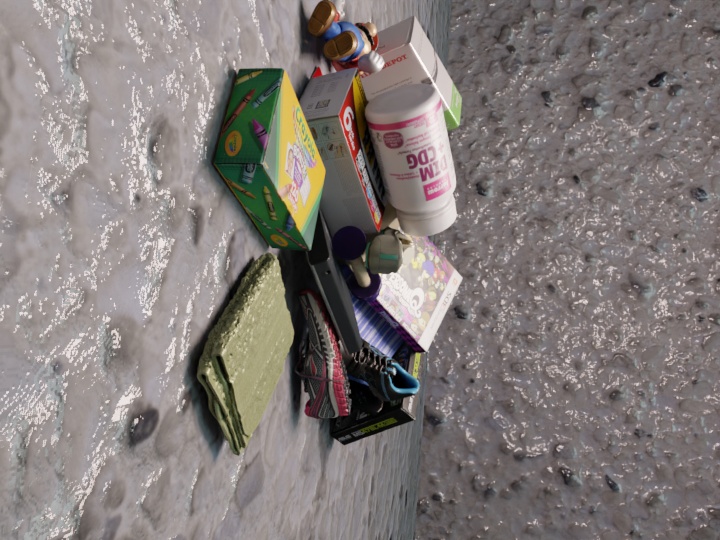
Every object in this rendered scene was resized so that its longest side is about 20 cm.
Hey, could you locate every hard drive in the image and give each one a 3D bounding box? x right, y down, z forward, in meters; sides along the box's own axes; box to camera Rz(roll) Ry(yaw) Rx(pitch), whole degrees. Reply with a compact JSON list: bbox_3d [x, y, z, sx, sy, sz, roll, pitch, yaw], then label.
[{"bbox_3d":[-0.043,0.010,0.911,0.141,0.032,0.202,-106,178,-45],"label":"hard drive"}]

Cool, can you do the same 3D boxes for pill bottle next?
[{"bbox_3d":[0.082,-0.162,0.921,0.114,0.111,0.203,-70,148,-52],"label":"pill bottle"}]

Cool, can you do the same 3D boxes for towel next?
[{"bbox_3d":[0.009,0.077,1.097,0.203,0.024,0.145,62,36,-12],"label":"towel"},{"bbox_3d":[-0.126,0.088,0.703,0.202,0.036,0.151,-70,159,-50],"label":"towel"}]

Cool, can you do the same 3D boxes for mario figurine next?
[{"bbox_3d":[-0.011,-0.364,0.940,0.200,0.103,0.127,-47,136,-73],"label":"mario figurine"}]

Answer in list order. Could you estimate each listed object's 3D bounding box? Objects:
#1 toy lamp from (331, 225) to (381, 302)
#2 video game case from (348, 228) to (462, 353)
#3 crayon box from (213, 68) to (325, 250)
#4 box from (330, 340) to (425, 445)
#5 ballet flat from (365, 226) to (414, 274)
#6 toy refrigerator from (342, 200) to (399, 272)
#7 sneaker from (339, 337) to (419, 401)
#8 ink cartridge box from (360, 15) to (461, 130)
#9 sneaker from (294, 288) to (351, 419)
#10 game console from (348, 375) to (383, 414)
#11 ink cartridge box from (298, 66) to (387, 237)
[{"bbox_3d":[0.000,0.000,0.952,0.201,0.057,0.060,68,28,-67],"label":"toy lamp"},{"bbox_3d":[0.090,0.018,1.136,0.200,0.035,0.183,46,57,-22],"label":"video game case"},{"bbox_3d":[-0.098,-0.121,0.719,0.201,0.057,0.122,66,30,-64],"label":"crayon box"},{"bbox_3d":[0.038,0.217,1.182,0.047,0.191,0.203,41,42,-25],"label":"box"},{"bbox_3d":[0.052,-0.027,0.921,0.200,0.062,0.069,-41,133,-77],"label":"ballet flat"},{"bbox_3d":[0.033,-0.097,1.047,0.200,0.070,0.076,-44,170,-2],"label":"toy refrigerator"},{"bbox_3d":[0.017,0.150,1.010,0.199,0.081,0.074,36,61,-29],"label":"sneaker"},{"bbox_3d":[0.081,-0.342,1.132,0.200,0.143,0.086,47,43,-40],"label":"ink cartridge box"},{"bbox_3d":[-0.066,0.128,0.923,0.081,0.073,0.205,-69,149,-83],"label":"sneaker"},{"bbox_3d":[-0.008,0.122,1.087,0.117,0.173,0.203,124,-16,-51],"label":"game console"},{"bbox_3d":[-0.020,-0.188,0.929,0.178,0.082,0.202,-75,153,-44],"label":"ink cartridge box"}]
